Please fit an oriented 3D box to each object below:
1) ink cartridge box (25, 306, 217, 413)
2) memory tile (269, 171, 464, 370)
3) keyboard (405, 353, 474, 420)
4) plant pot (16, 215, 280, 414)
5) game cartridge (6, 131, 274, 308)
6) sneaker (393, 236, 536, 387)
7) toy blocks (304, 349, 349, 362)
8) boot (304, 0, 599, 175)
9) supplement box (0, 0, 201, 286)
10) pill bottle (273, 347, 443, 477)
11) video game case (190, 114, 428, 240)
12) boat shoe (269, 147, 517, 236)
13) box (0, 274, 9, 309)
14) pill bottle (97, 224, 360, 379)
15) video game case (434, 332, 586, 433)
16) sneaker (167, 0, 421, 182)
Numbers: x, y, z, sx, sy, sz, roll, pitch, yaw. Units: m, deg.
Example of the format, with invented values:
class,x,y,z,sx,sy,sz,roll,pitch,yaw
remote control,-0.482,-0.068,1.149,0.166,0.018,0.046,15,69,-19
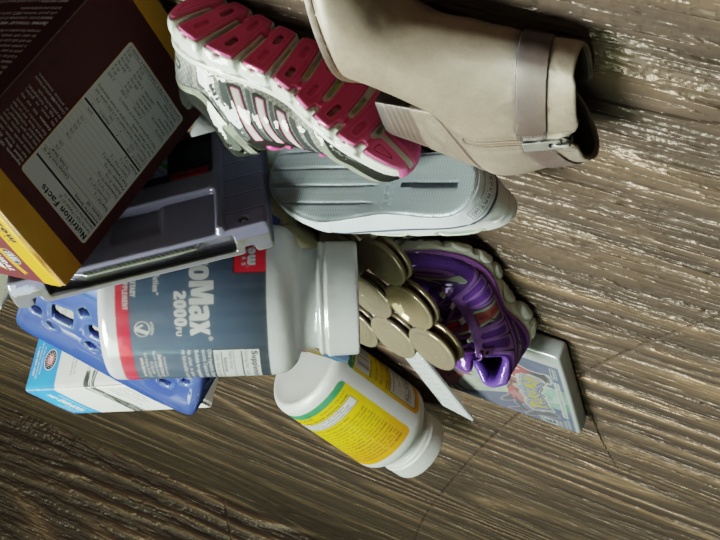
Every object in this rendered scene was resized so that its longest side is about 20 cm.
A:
class,x,y,z,sx,sy,sz,roll,pitch,yaw
ink cartridge box,-0.239,0.068,1.345,0.199,0.147,0.084,-5,152,32
memory tile,0.000,0.000,1.082,0.153,0.017,0.201,13,141,49
keyboard,0.054,0.086,1.326,0.200,0.011,0.056,51,169,-31
plant pot,-0.187,-0.014,1.182,0.199,0.201,0.180,27,154,-5
game cartridge,-0.166,-0.045,0.974,0.198,0.130,0.039,-14,134,3
sneaker,0.090,0.038,1.107,0.080,0.084,0.200,-1,148,41
toy blocks,-0.064,0.052,1.357,0.136,0.101,0.200,23,168,-25
boot,0.062,-0.128,0.761,0.145,0.071,0.200,8,155,29
supplement box,-0.256,-0.117,0.952,0.196,0.201,0.133,9,145,40
pill bottle,0.004,0.161,1.501,0.200,0.113,0.112,37,158,-31
video game case,-0.032,-0.093,1.027,0.199,0.022,0.182,30,161,-9
boat shoe,0.021,-0.051,0.924,0.199,0.074,0.067,13,170,41
box,-0.329,-0.064,1.213,0.077,0.201,0.095,31,160,-16
pill bottle,-0.101,0.024,1.016,0.198,0.121,0.120,-2,159,-1
video game case,0.132,0.094,1.296,0.181,0.023,0.200,18,159,24
sneaker,-0.049,-0.112,0.891,0.199,0.074,0.088,29,141,8
